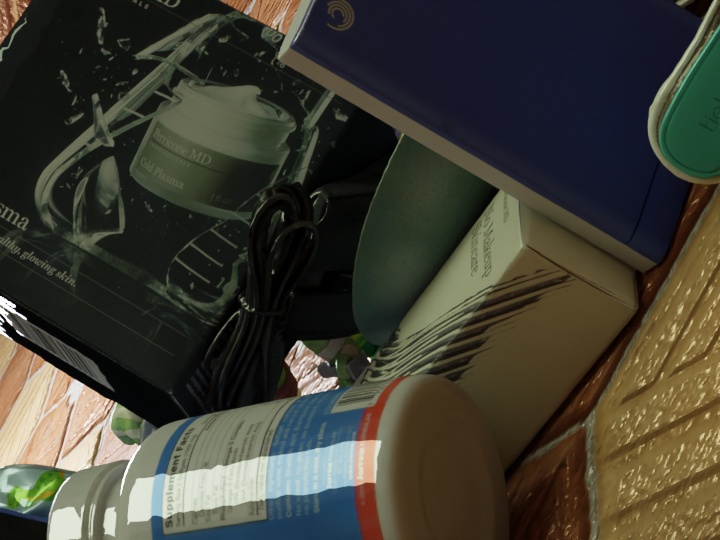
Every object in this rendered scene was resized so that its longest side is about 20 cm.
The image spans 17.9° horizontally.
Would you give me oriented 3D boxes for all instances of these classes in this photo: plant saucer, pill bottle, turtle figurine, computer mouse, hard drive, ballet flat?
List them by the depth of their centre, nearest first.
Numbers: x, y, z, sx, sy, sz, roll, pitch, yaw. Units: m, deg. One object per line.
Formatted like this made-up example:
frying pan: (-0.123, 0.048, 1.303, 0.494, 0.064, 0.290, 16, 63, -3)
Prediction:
ballet flat: (0.191, -0.127, 0.987, 0.200, 0.069, 0.070, -57, 14, 22)
pill bottle: (-0.041, 0.117, 1.053, 0.199, 0.112, 0.113, -13, 41, 30)
hard drive: (0.072, -0.103, 1.062, 0.025, 0.199, 0.132, -37, 27, 59)
plant saucer: (0.069, -0.042, 1.166, 0.201, 0.039, 0.202, -45, -27, -31)
computer mouse: (0.000, 0.000, 1.188, 0.200, 0.053, 0.139, -32, -36, -54)
turtle figurine: (-0.071, 0.080, 1.349, 0.144, 0.200, 0.194, -44, -21, -21)

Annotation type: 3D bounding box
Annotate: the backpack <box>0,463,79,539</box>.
backpack: (-0.134, 0.204, 1.216, 0.200, 0.182, 0.148, 93, -171, -54)

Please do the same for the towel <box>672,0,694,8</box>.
towel: (0.148, -0.159, 1.259, 0.200, 0.034, 0.133, -44, 21, 54)

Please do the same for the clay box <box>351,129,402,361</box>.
clay box: (0.019, -0.031, 1.440, 0.115, 0.047, 0.200, -57, 13, 25)

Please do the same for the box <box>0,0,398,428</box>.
box: (-0.113, -0.040, 1.230, 0.197, 0.199, 0.124, -57, -19, -14)

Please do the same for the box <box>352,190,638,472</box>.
box: (0.051, 0.053, 1.109, 0.200, 0.068, 0.082, -55, 16, 27)
